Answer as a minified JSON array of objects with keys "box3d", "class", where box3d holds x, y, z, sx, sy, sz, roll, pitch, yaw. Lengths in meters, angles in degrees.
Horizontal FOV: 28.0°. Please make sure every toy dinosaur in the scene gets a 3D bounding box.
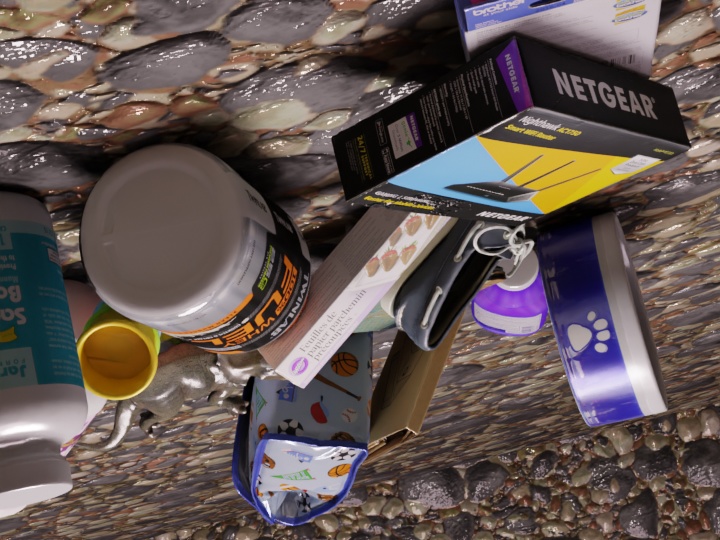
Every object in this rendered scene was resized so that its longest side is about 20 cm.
[{"box3d":[-0.150,0.090,1.215,0.199,0.077,0.102,-14,150,-6],"class":"toy dinosaur"}]

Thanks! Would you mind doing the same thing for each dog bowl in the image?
[{"box3d":[0.236,0.048,1.411,0.079,0.201,0.200,-15,166,13],"class":"dog bowl"}]

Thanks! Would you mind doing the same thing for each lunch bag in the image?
[{"box3d":[-0.059,0.142,1.433,0.123,0.171,0.200,8,148,-5],"class":"lunch bag"}]

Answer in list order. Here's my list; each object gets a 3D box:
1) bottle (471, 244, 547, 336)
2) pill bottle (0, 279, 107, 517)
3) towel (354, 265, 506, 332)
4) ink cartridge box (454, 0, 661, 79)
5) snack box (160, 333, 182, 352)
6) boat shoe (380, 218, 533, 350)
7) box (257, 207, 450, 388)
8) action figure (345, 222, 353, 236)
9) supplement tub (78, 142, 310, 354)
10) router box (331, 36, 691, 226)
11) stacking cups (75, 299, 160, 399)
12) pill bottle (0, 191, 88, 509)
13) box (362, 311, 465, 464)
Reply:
[{"box3d":[0.153,0.017,1.464,0.083,0.066,0.200,9,167,7],"class":"bottle"},{"box3d":[-0.278,0.106,1.214,0.112,0.112,0.200,5,132,-51],"class":"pill bottle"},{"box3d":[0.026,0.027,1.287,0.146,0.022,0.200,-24,168,31],"class":"towel"},{"box3d":[0.120,-0.150,0.883,0.119,0.042,0.200,-15,168,5],"class":"ink cartridge box"},{"box3d":[-0.167,0.055,1.311,0.200,0.068,0.168,-22,163,29],"class":"snack box"},{"box3d":[0.097,-0.024,1.141,0.200,0.062,0.075,-48,152,9],"class":"boat shoe"},{"box3d":[0.000,0.000,1.117,0.200,0.041,0.039,-50,134,5],"class":"box"},{"box3d":[0.022,-0.016,1.255,0.118,0.055,0.200,-7,163,-32],"class":"action figure"},{"box3d":[-0.107,-0.008,1.027,0.122,0.123,0.200,-17,166,11],"class":"supplement tub"},{"box3d":[0.101,-0.083,0.940,0.149,0.051,0.200,-25,162,36],"class":"router box"},{"box3d":[-0.174,0.032,1.102,0.060,0.061,0.200,-15,-162,3],"class":"stacking cups"},{"box3d":[-0.247,0.056,0.975,0.110,0.201,0.111,-14,165,-4],"class":"pill bottle"},{"box3d":[0.055,0.086,1.426,0.021,0.201,0.163,28,155,-9],"class":"box"}]
